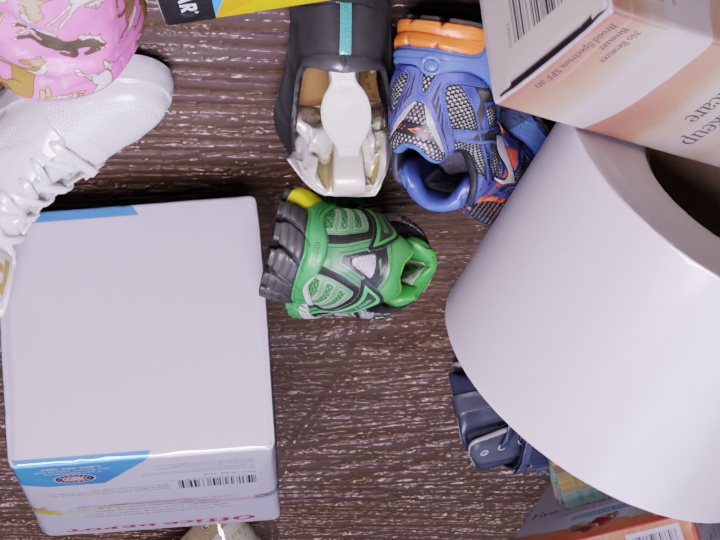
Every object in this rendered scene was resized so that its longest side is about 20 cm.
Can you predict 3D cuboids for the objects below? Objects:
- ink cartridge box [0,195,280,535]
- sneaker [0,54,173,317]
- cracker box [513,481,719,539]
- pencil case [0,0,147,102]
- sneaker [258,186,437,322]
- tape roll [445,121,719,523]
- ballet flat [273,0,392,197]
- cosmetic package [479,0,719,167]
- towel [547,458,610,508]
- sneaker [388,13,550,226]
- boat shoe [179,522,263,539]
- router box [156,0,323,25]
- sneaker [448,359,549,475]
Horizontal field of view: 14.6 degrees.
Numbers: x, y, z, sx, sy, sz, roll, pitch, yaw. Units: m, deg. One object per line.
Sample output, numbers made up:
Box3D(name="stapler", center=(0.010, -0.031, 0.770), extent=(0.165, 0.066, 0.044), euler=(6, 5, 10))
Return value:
Box3D(name="ink cartridge box", center=(-0.123, 0.060, 1.611), extent=(0.146, 0.147, 0.200), euler=(-4, 164, -2))
Box3D(name="sneaker", center=(-0.179, -0.033, 1.488), extent=(0.199, 0.116, 0.074), euler=(-22, 147, 27))
Box3D(name="cracker box", center=(0.185, 0.169, 1.899), extent=(0.133, 0.058, 0.200), euler=(-16, -171, 19))
Box3D(name="pencil case", center=(-0.152, -0.154, 1.291), extent=(0.086, 0.083, 0.200), euler=(19, 158, 14))
Box3D(name="sneaker", center=(0.000, 0.000, 1.553), extent=(0.085, 0.078, 0.200), euler=(16, -175, 6))
Box3D(name="tape roll", center=(0.162, 0.014, 1.470), extent=(0.202, 0.203, 0.139), euler=(13, 122, -32))
Box3D(name="ballet flat", center=(-0.013, -0.081, 1.474), extent=(0.068, 0.069, 0.200), euler=(-4, 153, 1))
Box3D(name="cosmetic package", center=(0.169, -0.118, 1.412), extent=(0.199, 0.088, 0.103), euler=(12, 147, -31))
Box3D(name="towel", center=(0.188, 0.110, 1.764), extent=(0.146, 0.022, 0.200), euler=(-16, 167, 3))
Box3D(name="sneaker", center=(0.048, -0.063, 1.483), extent=(0.075, 0.079, 0.200), euler=(13, 163, 22))
Box3D(name="boat shoe", center=(-0.149, 0.223, 2.067), extent=(0.200, 0.063, 0.073), euler=(-27, -169, 44))
Box3D(name="router box", center=(-0.037, -0.192, 1.266), extent=(0.148, 0.051, 0.200), euler=(-9, 153, 4))
Box3D(name="sneaker", center=(0.137, 0.072, 1.792), extent=(0.145, 0.077, 0.203), euler=(0, 154, -15))
